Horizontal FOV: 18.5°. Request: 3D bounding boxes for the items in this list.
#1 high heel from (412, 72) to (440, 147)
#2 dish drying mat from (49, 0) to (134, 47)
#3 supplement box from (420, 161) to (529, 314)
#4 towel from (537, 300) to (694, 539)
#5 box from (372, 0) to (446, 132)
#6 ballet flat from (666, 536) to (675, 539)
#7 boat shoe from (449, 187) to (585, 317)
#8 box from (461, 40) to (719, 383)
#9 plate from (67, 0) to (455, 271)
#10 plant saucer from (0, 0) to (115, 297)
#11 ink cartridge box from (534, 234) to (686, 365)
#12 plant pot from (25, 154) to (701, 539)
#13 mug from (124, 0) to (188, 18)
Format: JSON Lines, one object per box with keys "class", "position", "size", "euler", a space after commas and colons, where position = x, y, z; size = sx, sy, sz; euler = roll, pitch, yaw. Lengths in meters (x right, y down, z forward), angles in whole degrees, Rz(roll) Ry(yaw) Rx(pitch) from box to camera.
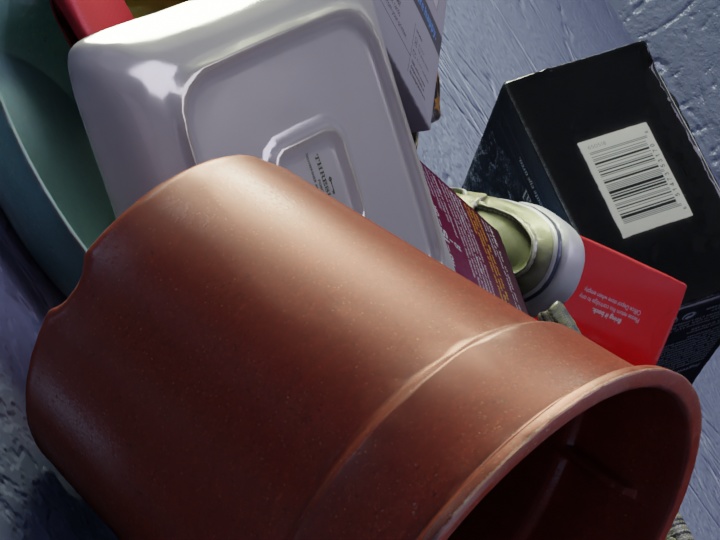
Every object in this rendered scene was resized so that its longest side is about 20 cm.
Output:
{"class": "high heel", "position": [0.018, -0.075, 1.358], "size": [0.201, 0.071, 0.143], "euler": [79, -14, -44]}
{"class": "dish drying mat", "position": [-0.088, -0.052, 1.038], "size": [0.201, 0.018, 0.077], "euler": [60, 15, 2]}
{"class": "supplement box", "position": [0.000, 0.000, 1.175], "size": [0.200, 0.110, 0.086], "euler": [38, 27, -53]}
{"class": "towel", "position": [0.146, 0.137, 1.240], "size": [0.200, 0.034, 0.193], "euler": [73, -8, -62]}
{"class": "box", "position": [0.008, -0.197, 1.170], "size": [0.156, 0.041, 0.201], "euler": [58, 33, -51]}
{"class": "ballet flat", "position": [0.072, 0.118, 1.108], "size": [0.199, 0.072, 0.072], "euler": [24, 20, -2]}
{"class": "boat shoe", "position": [0.049, -0.016, 1.316], "size": [0.062, 0.072, 0.199], "euler": [23, -8, -39]}
{"class": "box", "position": [0.167, -0.017, 1.555], "size": [0.200, 0.117, 0.198], "euler": [108, -39, -62]}
{"class": "plate", "position": [-0.028, -0.033, 0.994], "size": [0.200, 0.032, 0.201], "euler": [-30, 107, -47]}
{"class": "plant saucer", "position": [-0.122, -0.042, 1.009], "size": [0.200, 0.036, 0.200], "euler": [52, 18, -25]}
{"class": "ink cartridge box", "position": [0.117, 0.008, 1.370], "size": [0.116, 0.068, 0.200], "euler": [21, 2, -37]}
{"class": "plant pot", "position": [-0.011, 0.068, 0.828], "size": [0.195, 0.201, 0.201], "euler": [37, 4, 28]}
{"class": "mug", "position": [-0.088, -0.161, 1.181], "size": [0.149, 0.187, 0.153], "euler": [37, -3, 40]}
